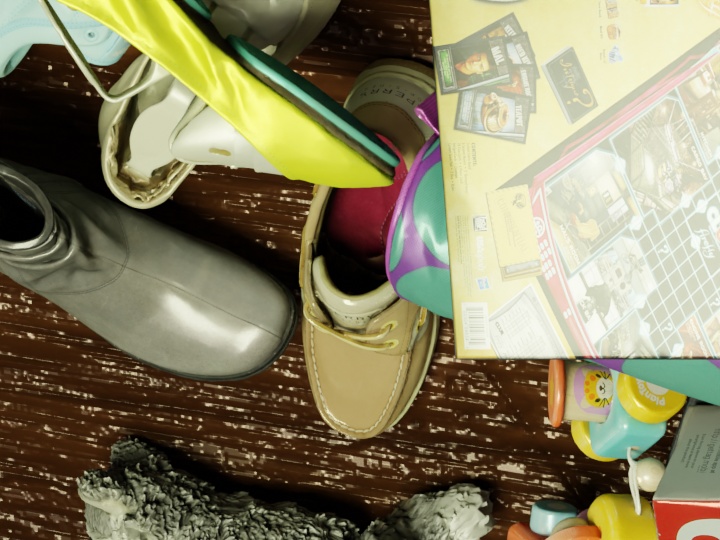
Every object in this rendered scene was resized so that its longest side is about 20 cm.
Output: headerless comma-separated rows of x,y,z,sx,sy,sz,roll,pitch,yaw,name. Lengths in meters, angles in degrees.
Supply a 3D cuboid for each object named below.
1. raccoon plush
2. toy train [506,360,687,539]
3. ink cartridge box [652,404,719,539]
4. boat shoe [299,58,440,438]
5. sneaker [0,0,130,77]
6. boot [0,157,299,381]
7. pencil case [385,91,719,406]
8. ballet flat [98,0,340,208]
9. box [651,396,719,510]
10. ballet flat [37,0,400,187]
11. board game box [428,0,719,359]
-0.047,0.119,1.326,0.200,0.097,0.134,-31,91,1,raccoon plush
0.092,0.093,1.194,0.055,0.150,0.201,3,106,-17,toy train
0.227,0.161,1.102,0.175,0.084,0.200,-2,116,21,ink cartridge box
0.000,0.000,1.231,0.074,0.066,0.200,12,121,14,boat shoe
-0.112,-0.142,1.195,0.200,0.074,0.082,-15,112,39,sneaker
-0.133,-0.008,1.224,0.200,0.132,0.070,20,85,12,boot
0.111,-0.003,1.090,0.200,0.085,0.093,16,119,13,pencil case
-0.063,-0.105,1.198,0.069,0.069,0.200,36,123,-1,ballet flat
0.232,0.126,1.193,0.200,0.104,0.182,19,121,9,box
-0.075,-0.087,1.132,0.200,0.067,0.067,41,96,-12,ballet flat
0.097,-0.066,1.013,0.135,0.035,0.201,0,101,21,board game box
